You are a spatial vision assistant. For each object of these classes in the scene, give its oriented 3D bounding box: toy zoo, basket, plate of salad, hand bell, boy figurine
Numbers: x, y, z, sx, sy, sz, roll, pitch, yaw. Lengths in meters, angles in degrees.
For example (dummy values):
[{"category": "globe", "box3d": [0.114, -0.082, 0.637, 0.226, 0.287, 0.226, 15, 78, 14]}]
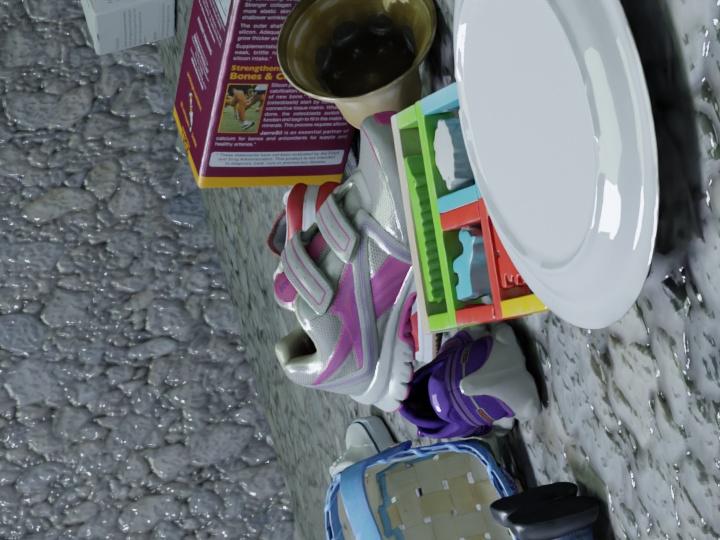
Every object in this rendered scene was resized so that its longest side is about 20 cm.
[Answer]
[{"category": "toy zoo", "box3d": [0.071, -0.039, 0.972, 0.200, 0.020, 0.133, 164, 98, -68]}, {"category": "basket", "box3d": [0.046, 0.196, 1.230, 0.200, 0.138, 0.178, -27, -80, -68]}, {"category": "plate of salad", "box3d": [0.094, -0.073, 0.836, 0.200, 0.048, 0.202, 166, 90, -71]}, {"category": "hand bell", "box3d": [0.022, -0.092, 1.202, 0.201, 0.103, 0.105, 65, -179, -52]}, {"category": "boy figurine", "box3d": [0.130, 0.231, 1.099, 0.124, 0.064, 0.202, -148, 46, -73]}]

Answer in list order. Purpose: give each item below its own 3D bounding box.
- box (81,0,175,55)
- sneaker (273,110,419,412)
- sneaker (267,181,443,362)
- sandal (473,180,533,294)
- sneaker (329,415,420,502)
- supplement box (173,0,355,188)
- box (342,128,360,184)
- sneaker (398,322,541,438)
[{"category": "box", "box3d": [-0.366, -0.458, 2.742, 0.199, 0.130, 0.202, 121, 132, -77]}, {"category": "sneaker", "box3d": [-0.007, -0.002, 1.119, 0.081, 0.087, 0.202, -119, 33, -61]}, {"category": "sneaker", "box3d": [0.000, 0.000, 1.253, 0.201, 0.111, 0.072, 76, -164, -56]}, {"category": "sandal", "box3d": [0.068, -0.023, 1.095, 0.200, 0.042, 0.077, -134, 29, -72]}, {"category": "sneaker", "box3d": [0.002, 0.194, 1.793, 0.200, 0.070, 0.074, -148, 42, -77]}, {"category": "supplement box", "box3d": [-0.054, -0.159, 1.233, 0.086, 0.109, 0.201, -113, 29, -42]}, {"category": "box", "box3d": [-0.006, -0.118, 1.389, 0.161, 0.044, 0.201, 83, 168, -47]}, {"category": "sneaker", "box3d": [0.058, 0.077, 1.203, 0.200, 0.083, 0.081, 116, 137, -79]}]
